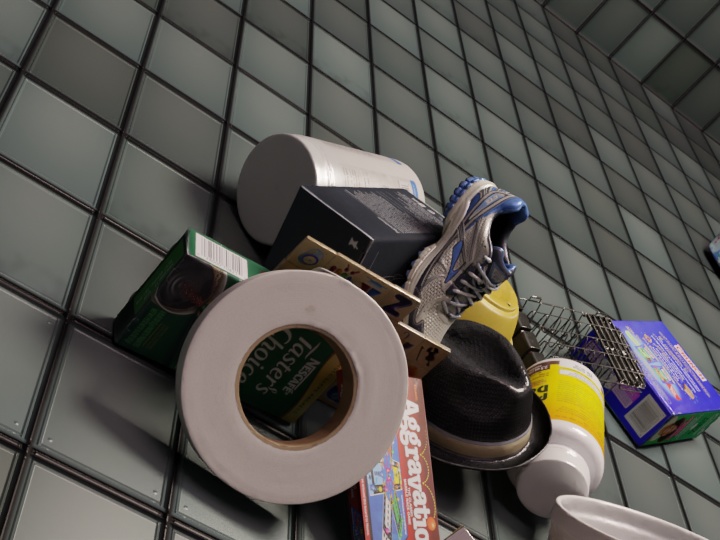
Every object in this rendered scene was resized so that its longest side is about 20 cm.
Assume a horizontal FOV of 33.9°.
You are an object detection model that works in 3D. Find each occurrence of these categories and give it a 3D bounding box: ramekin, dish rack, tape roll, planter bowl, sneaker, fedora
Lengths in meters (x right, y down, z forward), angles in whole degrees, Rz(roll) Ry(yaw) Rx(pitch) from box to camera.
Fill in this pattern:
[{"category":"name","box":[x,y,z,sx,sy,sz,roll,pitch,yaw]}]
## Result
[{"category":"ramekin","box":[0.272,0.308,1.169,0.200,0.105,0.200,18,3,-1]},{"category":"dish rack","box":[0.278,0.106,1.565,0.200,0.055,0.154,12,39,-26]},{"category":"tape roll","box":[-0.058,0.098,1.014,0.203,0.203,0.037,36,-10,-13]},{"category":"planter bowl","box":[0.133,0.039,1.447,0.200,0.083,0.201,34,28,-21]},{"category":"sneaker","box":[0.108,-0.002,1.203,0.085,0.200,0.077,18,-13,33]},{"category":"fedora","box":[0.114,0.117,1.246,0.200,0.092,0.201,7,35,-5]}]

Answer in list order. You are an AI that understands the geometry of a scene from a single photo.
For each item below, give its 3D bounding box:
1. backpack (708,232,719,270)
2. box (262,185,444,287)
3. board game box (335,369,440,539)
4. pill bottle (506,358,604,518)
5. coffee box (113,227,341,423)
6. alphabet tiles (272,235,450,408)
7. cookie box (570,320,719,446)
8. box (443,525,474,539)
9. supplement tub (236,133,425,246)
[{"category":"backpack","box":[0.844,-0.024,2.484,0.200,0.147,0.183,22,31,-31]},{"category":"box","box":[0.000,0.000,1.254,0.107,0.149,0.200,38,21,27]},{"category":"board game box","box":[0.028,0.193,1.087,0.103,0.019,0.201,14,62,-45]},{"category":"pill bottle","box":[0.222,0.191,1.344,0.109,0.109,0.200,39,26,-8]},{"category":"coffee box","box":[-0.106,0.055,1.077,0.200,0.123,0.044,30,27,-28]},{"category":"alphabet tiles","box":[-0.020,0.063,1.133,0.200,0.167,0.008,29,35,-25]},{"category":"cookie box","box":[0.419,0.159,1.701,0.200,0.075,0.171,4,45,-51]},{"category":"box","box":[0.082,0.330,0.937,0.160,0.049,0.200,-30,72,-30]},{"category":"supplement tub","box":[-0.031,-0.081,1.374,0.200,0.132,0.132,8,42,-49]}]
